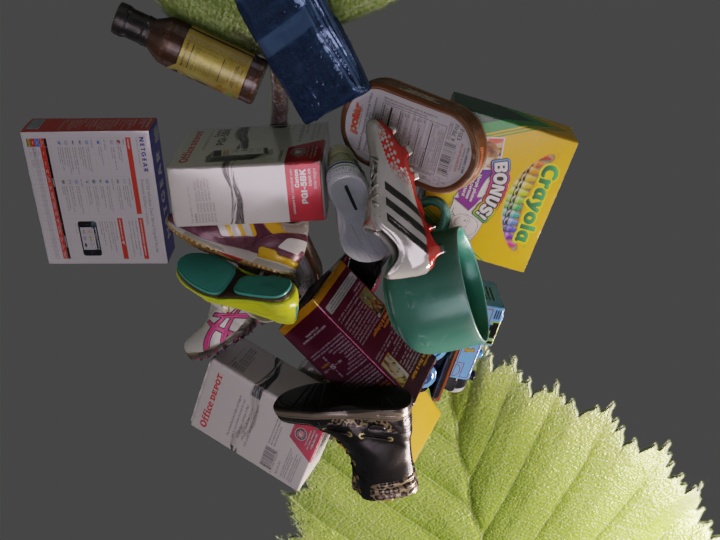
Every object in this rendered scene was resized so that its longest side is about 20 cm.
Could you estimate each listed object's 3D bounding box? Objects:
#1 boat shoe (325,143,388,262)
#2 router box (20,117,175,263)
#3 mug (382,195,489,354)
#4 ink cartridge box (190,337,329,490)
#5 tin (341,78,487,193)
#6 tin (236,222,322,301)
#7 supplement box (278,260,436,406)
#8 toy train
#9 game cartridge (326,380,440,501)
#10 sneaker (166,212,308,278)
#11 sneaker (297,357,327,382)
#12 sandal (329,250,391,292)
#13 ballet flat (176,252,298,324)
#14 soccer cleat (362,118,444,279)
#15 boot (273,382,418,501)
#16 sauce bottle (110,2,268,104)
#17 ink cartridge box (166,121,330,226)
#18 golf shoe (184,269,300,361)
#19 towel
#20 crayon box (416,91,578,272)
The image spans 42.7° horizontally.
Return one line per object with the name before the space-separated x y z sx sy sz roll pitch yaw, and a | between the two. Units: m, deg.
boat shoe | -0.001 -0.086 1.219 0.070 0.063 0.201 -8 145 6
router box | -0.360 -0.107 1.278 0.176 0.049 0.203 0 119 3
mug | 0.094 0.017 1.217 0.112 0.188 0.152 -14 147 16
ink cartridge box | -0.141 0.213 1.389 0.198 0.084 0.146 29 124 9
tin | 0.065 -0.173 1.175 0.197 0.042 0.114 24 112 18
tin | -0.126 -0.030 1.317 0.110 0.042 0.202 -21 116 9
supplement box | -0.001 0.103 1.273 0.200 0.111 0.085 46 126 -7
toy train | 0.134 0.101 1.351 0.112 0.087 0.203 11 119 -10
game cartridge | 0.028 0.208 1.370 0.032 0.177 0.201 -11 122 44
sneaker | -0.165 -0.059 1.250 0.197 0.075 0.092 20 83 8
sneaker | -0.010 0.199 1.412 0.198 0.082 0.075 33 116 -15
sandal | 0.000 0.000 1.321 0.074 0.045 0.202 24 118 -10
ballet flat | -0.164 0.032 1.233 0.197 0.067 0.068 14 139 29
soccer cleat | 0.033 -0.087 1.124 0.084 0.069 0.203 -19 87 -12
boot | -0.015 0.232 1.244 0.196 0.073 0.153 -3 116 18
sauce bottle | -0.216 -0.279 1.167 0.197 0.065 0.065 24 118 -8
ink cartridge box | -0.139 -0.127 1.199 0.196 0.148 0.084 -3 118 4
golf shoe | -0.181 0.054 1.316 0.198 0.073 0.093 -34 92 18
towel | -0.077 -0.287 1.135 0.110 0.049 0.202 -23 104 32
crayon box | 0.174 -0.116 1.239 0.169 0.059 0.203 15 119 -6
